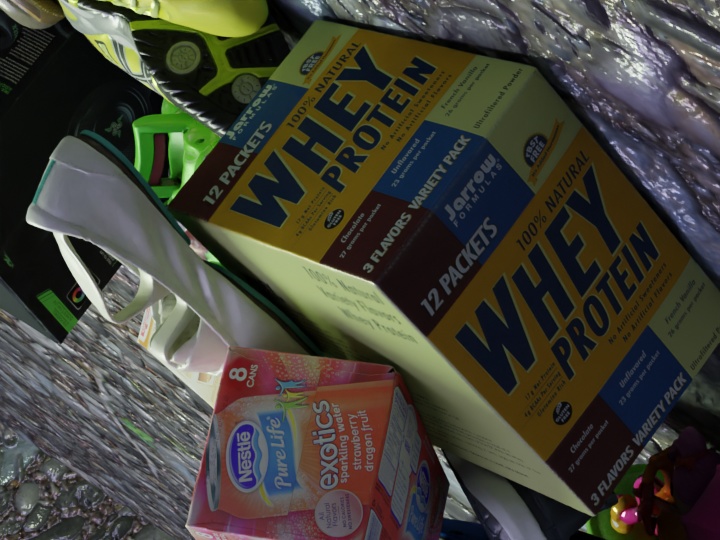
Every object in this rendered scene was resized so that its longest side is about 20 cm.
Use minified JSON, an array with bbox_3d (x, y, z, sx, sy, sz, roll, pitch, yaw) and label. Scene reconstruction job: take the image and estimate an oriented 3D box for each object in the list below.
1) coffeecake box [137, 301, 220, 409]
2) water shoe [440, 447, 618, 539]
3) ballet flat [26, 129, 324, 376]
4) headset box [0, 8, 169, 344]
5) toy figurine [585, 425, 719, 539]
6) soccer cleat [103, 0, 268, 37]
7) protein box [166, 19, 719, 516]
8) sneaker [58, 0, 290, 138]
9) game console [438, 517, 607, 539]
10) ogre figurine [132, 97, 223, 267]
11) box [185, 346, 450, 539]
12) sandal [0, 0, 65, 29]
[{"bbox_3d":[-0.046,0.051,1.644,0.153,0.073,0.200,13,-174,-22],"label":"coffeecake box"},{"bbox_3d":[0.089,0.100,1.392,0.072,0.079,0.200,63,179,-28],"label":"water shoe"},{"bbox_3d":[-0.101,0.011,1.287,0.200,0.070,0.069,45,164,-31],"label":"ballet flat"},{"bbox_3d":[-0.200,-0.078,1.530,0.093,0.200,0.174,28,163,34],"label":"headset box"},{"bbox_3d":[0.218,0.159,1.495,0.200,0.150,0.184,57,162,27],"label":"toy figurine"},{"bbox_3d":[-0.145,-0.167,1.313,0.200,0.084,0.065,29,152,0],"label":"soccer cleat"},{"bbox_3d":[0.047,-0.006,1.285,0.200,0.135,0.198,46,165,-34],"label":"protein box"},{"bbox_3d":[-0.099,-0.131,1.389,0.200,0.075,0.076,42,171,27],"label":"sneaker"},{"bbox_3d":[0.129,0.213,1.430,0.200,0.118,0.172,13,121,60],"label":"game console"},{"bbox_3d":[-0.081,-0.039,1.424,0.098,0.200,0.120,-3,119,6],"label":"ogre figurine"},{"bbox_3d":[-0.018,0.124,1.322,0.094,0.103,0.200,8,161,13],"label":"box"},{"bbox_3d":[-0.254,-0.205,1.454,0.200,0.080,0.054,44,123,5],"label":"sandal"}]
